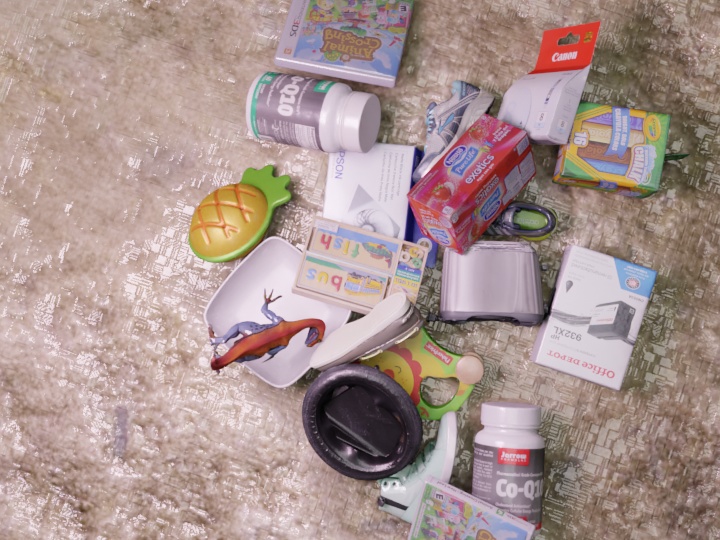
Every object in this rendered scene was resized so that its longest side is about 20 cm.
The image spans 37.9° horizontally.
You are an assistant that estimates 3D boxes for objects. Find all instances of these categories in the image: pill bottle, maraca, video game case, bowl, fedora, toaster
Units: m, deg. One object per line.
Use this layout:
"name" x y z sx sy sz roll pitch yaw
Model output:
"pill bottle" -0.075 -0.253 1.695 0.199 0.113 0.114 12 88 20
"maraca" -0.198 -0.094 1.722 0.137 0.107 0.200 34 74 32
"video game case" 0.165 0.430 1.644 0.181 0.022 0.201 23 128 16
"bowl" -0.132 0.071 1.727 0.200 0.075 0.200 42 89 4
"fedora" 0.006 0.230 1.670 0.199 0.092 0.202 2 104 7
"toaster" 0.203 0.022 1.692 0.198 0.114 0.130 1 82 5
"video game case" -0.024 -0.393 1.720 0.198 0.022 0.183 11 61 3
"pill bottle" 0.236 0.315 1.675 0.113 0.114 0.202 3 88 3

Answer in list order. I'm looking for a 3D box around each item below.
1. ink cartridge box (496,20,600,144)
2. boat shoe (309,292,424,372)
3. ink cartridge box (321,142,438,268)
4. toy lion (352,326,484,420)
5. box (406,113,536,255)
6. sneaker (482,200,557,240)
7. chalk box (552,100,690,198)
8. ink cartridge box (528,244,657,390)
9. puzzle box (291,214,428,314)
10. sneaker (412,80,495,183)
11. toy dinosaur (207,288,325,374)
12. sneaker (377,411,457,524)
"ink cartridge box" 0.295 -0.302 1.676 0.047 0.160 0.201 16 89 -25
"boat shoe" 0.009 0.110 1.638 0.201 0.072 0.060 -33 119 23
"ink cartridge box" 0.037 -0.111 1.742 0.198 0.041 0.201 6 88 3
"toy lion" 0.077 0.175 1.722 0.199 0.069 0.192 35 97 4
"box" 0.178 -0.137 1.657 0.095 0.100 0.200 30 69 36
"sneaker" 0.226 -0.090 1.710 0.198 0.081 0.075 1 87 3
"chalk box" 0.422 -0.188 1.682 0.198 0.125 0.125 11 88 5
"ink cartridge box" 0.374 0.076 1.692 0.144 0.084 0.201 18 89 4
"puzzle box" 0.000 0.000 1.682 0.199 0.025 0.134 15 71 -2
"sneaker" 0.135 -0.226 1.723 0.086 0.078 0.200 34 73 8
"toy dinosaur" -0.139 0.115 1.619 0.180 0.200 0.106 -8 115 -5
"sneaker" 0.088 0.313 1.694 0.117 0.074 0.202 15 99 4
